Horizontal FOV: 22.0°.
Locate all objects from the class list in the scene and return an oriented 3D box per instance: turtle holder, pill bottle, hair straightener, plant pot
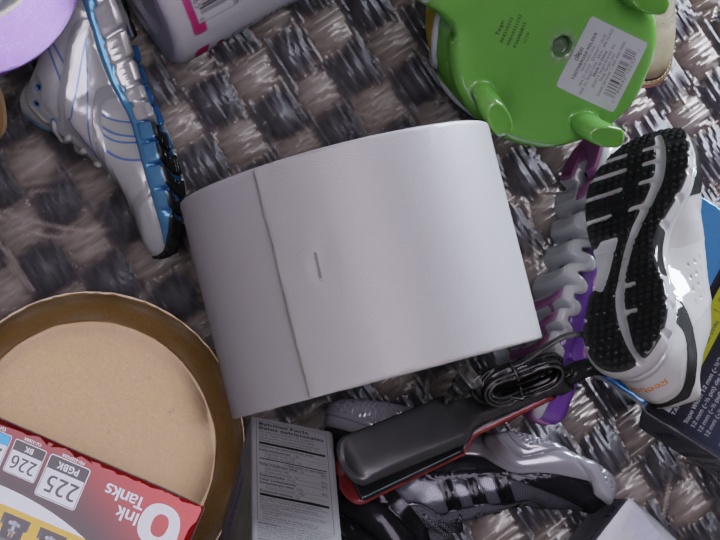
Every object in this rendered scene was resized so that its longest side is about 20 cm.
[{"bbox_3d":[0.094,-0.156,1.205,0.184,0.132,0.142,-11,116,-18],"label":"turtle holder"},{"bbox_3d":[-0.060,-0.229,1.206,0.199,0.113,0.114,-30,90,-12],"label":"pill bottle"},{"bbox_3d":[0.078,0.086,1.145,0.198,0.077,0.041,-19,66,-9],"label":"hair straightener"},{"bbox_3d":[-0.173,0.115,1.192,0.198,0.027,0.202,1,84,-10],"label":"plant pot"}]

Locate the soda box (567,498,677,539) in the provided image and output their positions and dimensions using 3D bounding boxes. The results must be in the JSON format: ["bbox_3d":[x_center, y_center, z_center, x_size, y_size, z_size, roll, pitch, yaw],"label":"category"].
[{"bbox_3d":[0.129,0.245,1.214,0.063,0.068,0.200,40,78,-3],"label":"soda box"}]

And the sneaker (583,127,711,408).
[{"bbox_3d":[0.186,-0.001,1.175,0.080,0.073,0.201,44,46,-38],"label":"sneaker"}]

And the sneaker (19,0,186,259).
[{"bbox_3d":[-0.172,-0.097,1.201,0.086,0.075,0.202,-20,85,1],"label":"sneaker"}]

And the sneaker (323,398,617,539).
[{"bbox_3d":[0.063,0.157,1.210,0.198,0.075,0.115,14,82,-3],"label":"sneaker"}]

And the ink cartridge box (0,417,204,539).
[{"bbox_3d":[-0.220,0.184,1.120,0.198,0.084,0.177,24,81,-8],"label":"ink cartridge box"}]

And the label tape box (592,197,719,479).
[{"bbox_3d":[0.258,0.062,1.250,0.199,0.066,0.144,32,80,-11],"label":"label tape box"}]

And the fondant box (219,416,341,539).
[{"bbox_3d":[-0.054,0.199,1.096,0.058,0.200,0.146,12,112,-7],"label":"fondant box"}]

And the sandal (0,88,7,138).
[{"bbox_3d":[-0.259,-0.188,1.200,0.069,0.077,0.214,-22,96,-43],"label":"sandal"}]

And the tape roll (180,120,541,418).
[{"bbox_3d":[0.000,0.000,1.149,0.201,0.203,0.141,-13,86,-12],"label":"tape roll"}]

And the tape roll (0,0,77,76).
[{"bbox_3d":[-0.262,-0.204,1.100,0.199,0.065,0.202,15,68,-41],"label":"tape roll"}]

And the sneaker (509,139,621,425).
[{"bbox_3d":[0.163,0.012,1.244,0.088,0.080,0.202,22,79,-15],"label":"sneaker"}]

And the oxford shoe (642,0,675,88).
[{"bbox_3d":[0.182,-0.227,1.271,0.070,0.074,0.202,-10,86,-12],"label":"oxford shoe"}]
